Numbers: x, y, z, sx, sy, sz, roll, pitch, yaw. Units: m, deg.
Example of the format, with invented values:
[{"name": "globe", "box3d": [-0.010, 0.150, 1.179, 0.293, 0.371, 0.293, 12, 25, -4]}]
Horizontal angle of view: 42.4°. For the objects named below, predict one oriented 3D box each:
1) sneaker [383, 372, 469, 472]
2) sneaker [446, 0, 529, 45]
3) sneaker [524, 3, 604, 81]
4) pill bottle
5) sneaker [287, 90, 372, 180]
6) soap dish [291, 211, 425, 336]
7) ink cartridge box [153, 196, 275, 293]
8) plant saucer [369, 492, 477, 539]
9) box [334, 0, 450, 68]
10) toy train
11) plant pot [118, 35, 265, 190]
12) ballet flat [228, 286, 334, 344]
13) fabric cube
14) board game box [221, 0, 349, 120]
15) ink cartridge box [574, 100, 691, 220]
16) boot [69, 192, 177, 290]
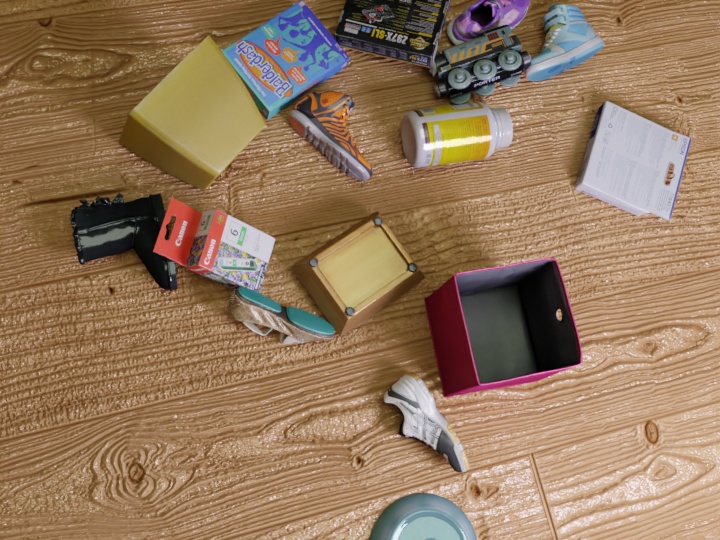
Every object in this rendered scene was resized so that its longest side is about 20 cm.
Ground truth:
[{"name": "sneaker", "box3d": [0.116, 0.283, 1.657, 0.088, 0.076, 0.200, -34, 81, -2]}, {"name": "sneaker", "box3d": [0.271, -0.525, 1.880, 0.200, 0.088, 0.081, -33, 83, -18]}, {"name": "sneaker", "box3d": [0.390, -0.471, 1.897, 0.200, 0.080, 0.131, -26, 84, -26]}, {"name": "pill bottle", "box3d": [0.186, -0.263, 1.783, 0.200, 0.109, 0.109, -9, 78, -13]}, {"name": "sneaker", "box3d": [-0.032, -0.267, 1.756, 0.200, 0.078, 0.112, 43, 73, 2]}, {"name": "soap dish", "box3d": [0.000, 0.000, 1.692, 0.200, 0.081, 0.157, -34, 84, -16]}, {"name": "ink cartridge box", "box3d": [-0.252, -0.043, 1.621, 0.200, 0.050, 0.109, 28, 69, -36]}, {"name": "plant saucer", "box3d": [0.115, 0.489, 1.612, 0.200, 0.036, 0.200, 3, 75, -11]}, {"name": "box", "box3d": [0.065, -0.498, 1.831, 0.200, 0.049, 0.160, 14, 74, 6]}, {"name": "toy train", "box3d": [0.233, -0.408, 1.839, 0.200, 0.085, 0.114, -20, 67, -1]}, {"name": "plant pot", "box3d": [-0.288, -0.259, 1.653, 0.176, 0.200, 0.200, 44, 71, -11]}, {"name": "ballet flat", "box3d": [-0.145, 0.092, 1.650, 0.200, 0.071, 0.065, 25, 111, -14]}, {"name": "fabric cube", "box3d": [0.248, 0.107, 1.653, 0.200, 0.199, 0.197, -9, 77, -13]}, {"name": "board game box", "box3d": [-0.145, -0.406, 1.786, 0.200, 0.045, 0.152, -38, 86, -17]}, {"name": "ink cartridge box", "box3d": [0.553, -0.217, 1.881, 0.200, 0.041, 0.200, 23, 72, -5]}, {"name": "boot", "box3d": [-0.414, -0.043, 1.624, 0.162, 0.073, 0.199, -11, 71, -16]}]
